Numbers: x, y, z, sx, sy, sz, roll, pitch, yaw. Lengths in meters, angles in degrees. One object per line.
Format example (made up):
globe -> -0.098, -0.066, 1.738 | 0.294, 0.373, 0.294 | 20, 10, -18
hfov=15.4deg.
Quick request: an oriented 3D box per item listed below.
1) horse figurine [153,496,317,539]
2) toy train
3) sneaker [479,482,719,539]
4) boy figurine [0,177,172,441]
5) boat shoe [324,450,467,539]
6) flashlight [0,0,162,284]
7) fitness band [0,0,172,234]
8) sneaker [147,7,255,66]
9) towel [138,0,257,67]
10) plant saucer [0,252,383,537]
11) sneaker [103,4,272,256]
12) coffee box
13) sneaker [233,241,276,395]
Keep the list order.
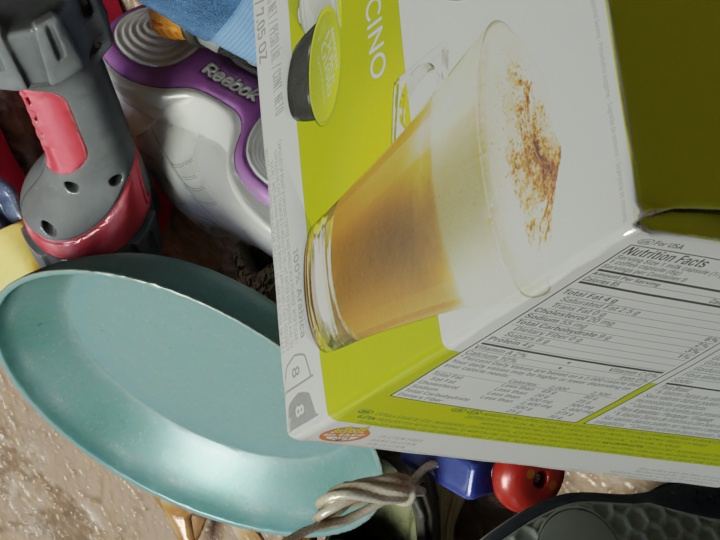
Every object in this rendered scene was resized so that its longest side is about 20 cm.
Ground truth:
horse figurine -> -0.069, 0.123, 1.370 | 0.200, 0.050, 0.133 | -1, 95, 57
toy train -> 0.045, 0.038, 1.111 | 0.085, 0.200, 0.116 | 25, 126, 50
sneaker -> 0.095, 0.141, 1.136 | 0.146, 0.202, 0.077 | -40, 68, 52
boy figurine -> -0.155, 0.002, 1.326 | 0.200, 0.064, 0.124 | 40, 139, 7
boat shoe -> 0.011, 0.140, 1.309 | 0.072, 0.066, 0.201 | 30, 134, 24
flashlight -> -0.137, -0.065, 1.180 | 0.068, 0.068, 0.200 | 23, 157, 21
fitness band -> -0.164, -0.089, 1.345 | 0.143, 0.037, 0.200 | 0, 117, 40
sneaker -> -0.030, -0.166, 1.143 | 0.077, 0.078, 0.200 | 29, 138, 7
towel -> -0.018, -0.121, 1.101 | 0.200, 0.049, 0.112 | 28, 132, -14
plant saucer -> -0.074, 0.051, 1.226 | 0.200, 0.036, 0.200 | 20, 149, 12
sneaker -> -0.043, -0.047, 1.227 | 0.200, 0.075, 0.100 | 43, 157, 37
coffee box -> 0.100, -0.054, 0.936 | 0.198, 0.200, 0.200 | -35, 54, 49
sneaker -> 0.000, 0.000, 1.230 | 0.200, 0.077, 0.089 | -19, 87, 43
